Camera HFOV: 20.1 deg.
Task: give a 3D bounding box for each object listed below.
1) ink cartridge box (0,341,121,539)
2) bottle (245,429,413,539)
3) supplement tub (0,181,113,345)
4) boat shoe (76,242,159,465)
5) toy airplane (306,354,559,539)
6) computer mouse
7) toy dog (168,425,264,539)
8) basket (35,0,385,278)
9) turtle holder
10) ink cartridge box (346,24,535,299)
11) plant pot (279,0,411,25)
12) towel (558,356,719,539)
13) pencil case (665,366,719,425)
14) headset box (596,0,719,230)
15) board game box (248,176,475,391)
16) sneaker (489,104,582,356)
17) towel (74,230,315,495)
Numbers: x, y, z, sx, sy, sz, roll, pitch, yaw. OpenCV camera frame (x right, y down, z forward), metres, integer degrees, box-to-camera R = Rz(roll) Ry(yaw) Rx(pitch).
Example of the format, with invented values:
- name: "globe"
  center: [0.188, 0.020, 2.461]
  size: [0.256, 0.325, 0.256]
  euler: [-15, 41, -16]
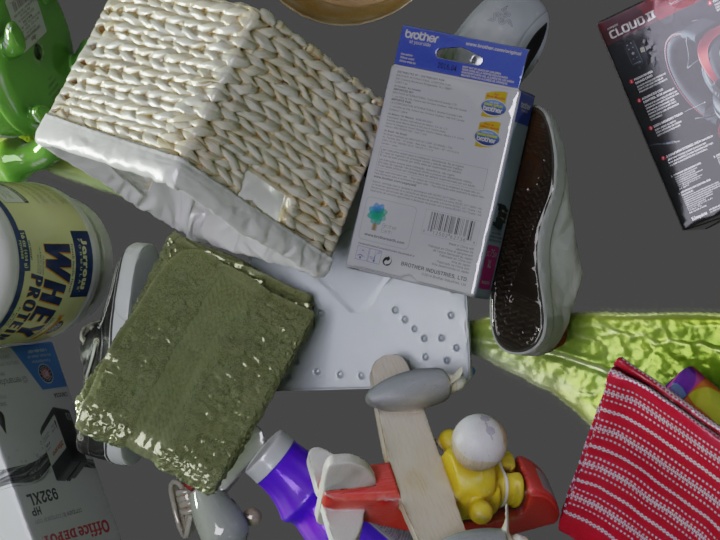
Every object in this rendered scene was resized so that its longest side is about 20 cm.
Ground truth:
- name: "ink cartridge box"
  center: [-0.308, 0.174, 1.806]
  size: [0.083, 0.145, 0.201]
  euler: [-23, 83, 21]
- name: "bottle"
  center: [-0.007, 0.214, 1.685]
  size: [0.200, 0.084, 0.065]
  euler: [41, 98, -6]
- name: "supplement tub"
  center: [-0.317, -0.006, 1.775]
  size: [0.144, 0.200, 0.146]
  euler: [1, 92, 23]
- name: "boat shoe"
  center: [-0.220, 0.072, 1.807]
  size: [0.063, 0.071, 0.201]
  euler: [10, 97, 21]
- name: "toy airplane"
  center: [0.058, 0.163, 1.611]
  size: [0.200, 0.199, 0.141]
  euler: [40, 125, 7]
- name: "computer mouse"
  center: [0.084, -0.146, 1.670]
  size: [0.109, 0.044, 0.201]
  euler: [28, 91, 22]
- name: "toy dog"
  center: [-0.121, 0.135, 1.756]
  size: [0.096, 0.132, 0.201]
  euler: [-15, 95, -17]
- name: "basket"
  center: [-0.118, -0.117, 1.659]
  size: [0.199, 0.198, 0.161]
  euler: [16, 78, 45]
- name: "turtle holder"
  center: [-0.319, -0.181, 1.819]
  size: [0.131, 0.186, 0.142]
  euler: [-3, 58, 22]
- name: "ink cartridge box"
  center: [0.067, -0.087, 1.626]
  size: [0.119, 0.042, 0.201]
  euler: [14, 94, 27]
- name: "plant pot"
  center: [-0.006, -0.308, 1.731]
  size: [0.199, 0.027, 0.201]
  euler: [1, 92, 22]
- name: "towel"
  center: [0.230, 0.175, 1.586]
  size: [0.144, 0.022, 0.201]
  euler: [36, 139, 23]
- name: "pencil case"
  center: [0.298, 0.162, 1.583]
  size: [0.200, 0.088, 0.089]
  euler: [41, 106, 15]
- name: "headset box"
  center: [0.287, -0.151, 1.585]
  size: [0.148, 0.075, 0.201]
  euler: [-25, 82, 21]
- name: "board game box"
  center: [0.000, 0.000, 1.737]
  size: [0.199, 0.026, 0.201]
  euler: [-3, 90, 23]
- name: "sneaker"
  center: [0.141, -0.031, 1.649]
  size: [0.072, 0.085, 0.201]
  euler: [1, 87, 31]
- name: "towel"
  center: [-0.136, 0.076, 1.695]
  size: [0.148, 0.037, 0.201]
  euler: [26, 66, 2]
